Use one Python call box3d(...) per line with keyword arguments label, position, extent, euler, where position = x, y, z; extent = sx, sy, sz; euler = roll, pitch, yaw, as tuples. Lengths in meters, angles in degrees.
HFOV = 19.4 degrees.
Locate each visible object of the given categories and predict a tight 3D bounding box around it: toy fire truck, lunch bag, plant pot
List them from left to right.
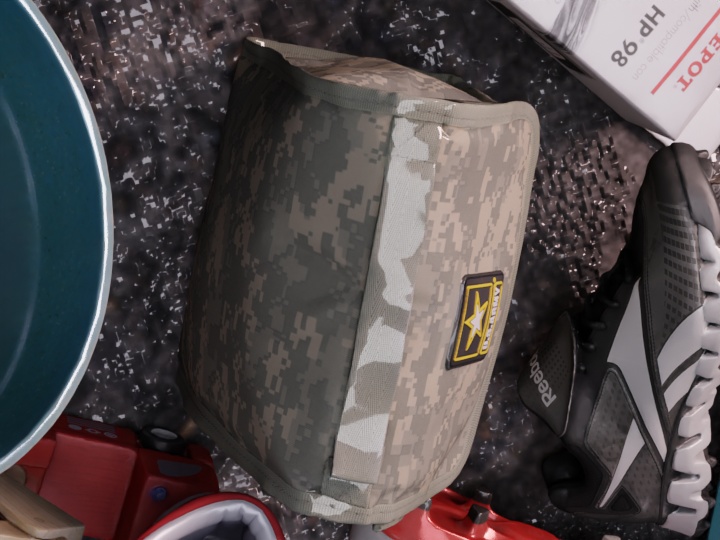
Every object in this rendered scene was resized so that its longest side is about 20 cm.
box3d(label="plant pot", position=(-0.220, -0.011, 0.722), extent=(0.200, 0.188, 0.200), euler=(13, 72, -46))
box3d(label="toy fire truck", position=(-0.150, 0.092, 0.865), extent=(0.200, 0.141, 0.049), euler=(15, 101, -14))
box3d(label="lunch bag", position=(0.000, 0.000, 0.844), extent=(0.117, 0.200, 0.164), euler=(10, 100, -13))

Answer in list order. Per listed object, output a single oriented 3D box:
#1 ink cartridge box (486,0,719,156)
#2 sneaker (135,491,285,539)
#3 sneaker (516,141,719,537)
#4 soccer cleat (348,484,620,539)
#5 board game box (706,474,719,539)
box3d(label="ink cartridge box", position=(0.118, -0.140, 0.904), extent=(0.200, 0.067, 0.116), euler=(37, 93, -16))
box3d(label="sneaker", position=(-0.087, 0.171, 0.796), extent=(0.071, 0.112, 0.200), euler=(26, 75, -5))
box3d(label="sneaker", position=(0.115, 0.036, 0.928), extent=(0.090, 0.067, 0.200), euler=(-2, 123, -2))
box3d(label="soccer cleat", position=(0.085, 0.159, 0.955), extent=(0.200, 0.069, 0.085), euler=(23, 111, 2))
box3d(label="board game box", position=(0.220, 0.154, 0.939), extent=(0.047, 0.151, 0.200), euler=(-2, 109, -37))
